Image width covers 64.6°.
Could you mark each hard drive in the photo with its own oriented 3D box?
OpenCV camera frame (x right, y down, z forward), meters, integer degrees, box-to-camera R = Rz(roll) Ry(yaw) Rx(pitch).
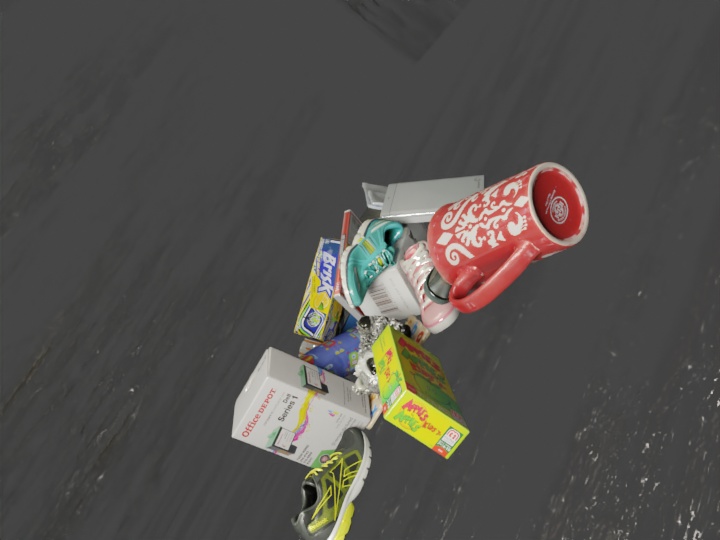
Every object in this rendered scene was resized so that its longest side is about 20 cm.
[{"bbox_3d":[0.144,-0.138,1.113,0.195,0.027,0.133,-3,36,15],"label":"hard drive"}]

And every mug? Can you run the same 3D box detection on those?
[{"bbox_3d":[0.202,-0.038,0.779,0.199,0.131,0.182,-26,64,58],"label":"mug"}]

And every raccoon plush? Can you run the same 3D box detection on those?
[{"bbox_3d":[0.035,0.166,0.975,0.201,0.094,0.137,77,-157,-66],"label":"raccoon plush"}]

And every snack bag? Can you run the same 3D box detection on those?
[{"bbox_3d":[0.100,-0.163,1.297,0.201,0.184,0.022,-100,19,-68],"label":"snack bag"}]

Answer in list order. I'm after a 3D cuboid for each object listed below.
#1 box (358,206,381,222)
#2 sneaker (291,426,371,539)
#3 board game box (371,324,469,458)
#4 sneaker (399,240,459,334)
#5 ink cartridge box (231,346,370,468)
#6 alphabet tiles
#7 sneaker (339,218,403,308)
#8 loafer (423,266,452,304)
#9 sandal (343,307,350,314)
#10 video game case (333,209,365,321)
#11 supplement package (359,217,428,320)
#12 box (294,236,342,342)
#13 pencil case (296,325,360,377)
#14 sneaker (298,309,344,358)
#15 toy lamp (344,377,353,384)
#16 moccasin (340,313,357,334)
[{"bbox_3d":[0.033,-0.041,1.321,0.201,0.105,0.123,-53,45,15],"label":"box"},{"bbox_3d":[-0.042,0.318,0.869,0.074,0.084,0.202,-45,17,39],"label":"sneaker"},{"bbox_3d":[0.075,0.156,0.779,0.048,0.101,0.200,-53,13,12],"label":"board game box"},{"bbox_3d":[0.110,0.019,0.966,0.075,0.105,0.201,-37,19,22],"label":"sneaker"},{"bbox_3d":[-0.103,0.243,0.978,0.146,0.197,0.084,-57,19,22],"label":"ink cartridge box"},{"bbox_3d":[0.057,0.176,1.001,0.198,0.014,0.200,-59,12,3],"label":"alphabet tiles"},{"bbox_3d":[0.019,-0.022,0.991,0.078,0.078,0.202,0,46,27],"label":"sneaker"},{"bbox_3d":[0.165,-0.032,0.923,0.201,0.071,0.063,-58,-3,-37],"label":"loafer"},{"bbox_3d":[-0.020,-0.005,1.223,0.081,0.054,0.204,-30,44,50],"label":"sandal"},{"bbox_3d":[0.000,0.000,1.135,0.017,0.143,0.204,-14,51,27],"label":"video game case"},{"bbox_3d":[0.066,-0.011,1.118,0.115,0.118,0.202,-18,33,29],"label":"supplement package"},{"bbox_3d":[-0.068,0.041,1.153,0.070,0.063,0.204,42,-120,-65],"label":"box"},{"bbox_3d":[-0.052,0.179,1.094,0.077,0.089,0.198,-4,16,45],"label":"pencil case"},{"bbox_3d":[-0.072,0.137,1.212,0.077,0.077,0.204,37,-113,-70],"label":"sneaker"},{"bbox_3d":[-0.063,0.241,1.213,0.059,0.058,0.199,-59,14,-13],"label":"toy lamp"},{"bbox_3d":[-0.002,0.110,1.247,0.200,0.080,0.068,-47,7,31],"label":"moccasin"}]
